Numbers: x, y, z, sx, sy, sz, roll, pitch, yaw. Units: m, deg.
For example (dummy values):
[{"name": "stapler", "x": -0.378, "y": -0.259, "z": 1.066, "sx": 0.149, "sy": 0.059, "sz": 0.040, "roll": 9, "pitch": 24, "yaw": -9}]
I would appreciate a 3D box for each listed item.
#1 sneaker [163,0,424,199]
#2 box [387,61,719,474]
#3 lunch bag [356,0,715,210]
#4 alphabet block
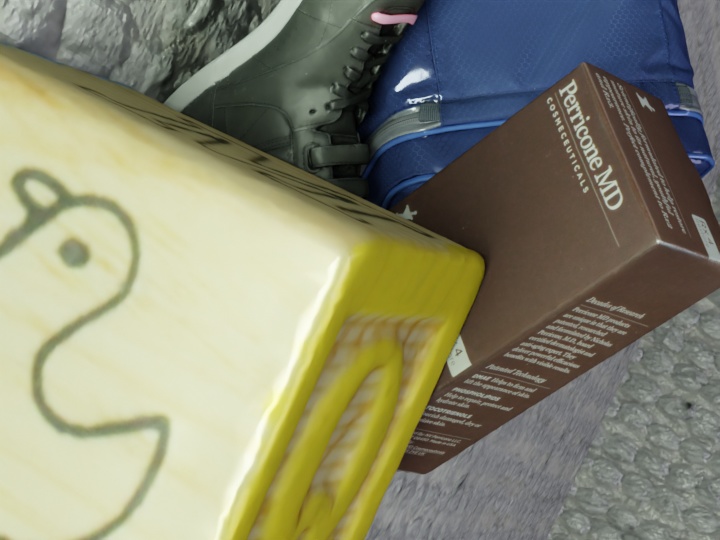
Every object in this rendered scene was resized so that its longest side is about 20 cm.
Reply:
[{"name": "sneaker", "x": -0.006, "y": -0.085, "z": 0.777, "sx": 0.200, "sy": 0.100, "sz": 0.071, "roll": -37, "pitch": 164, "yaw": 30}, {"name": "box", "x": 0.065, "y": 0.006, "z": 0.764, "sx": 0.200, "sy": 0.101, "sz": 0.075, "roll": -36, "pitch": 146, "yaw": 29}, {"name": "lunch bag", "x": 0.078, "y": -0.076, "z": 0.860, "sx": 0.136, "sy": 0.199, "sz": 0.133, "roll": 119, "pitch": -38, "yaw": -70}, {"name": "alphabet block", "x": -0.091, "y": 0.035, "z": 0.674, "sx": 0.196, "sy": 0.199, "sz": 0.196, "roll": -67, "pitch": 162, "yaw": 7}]
